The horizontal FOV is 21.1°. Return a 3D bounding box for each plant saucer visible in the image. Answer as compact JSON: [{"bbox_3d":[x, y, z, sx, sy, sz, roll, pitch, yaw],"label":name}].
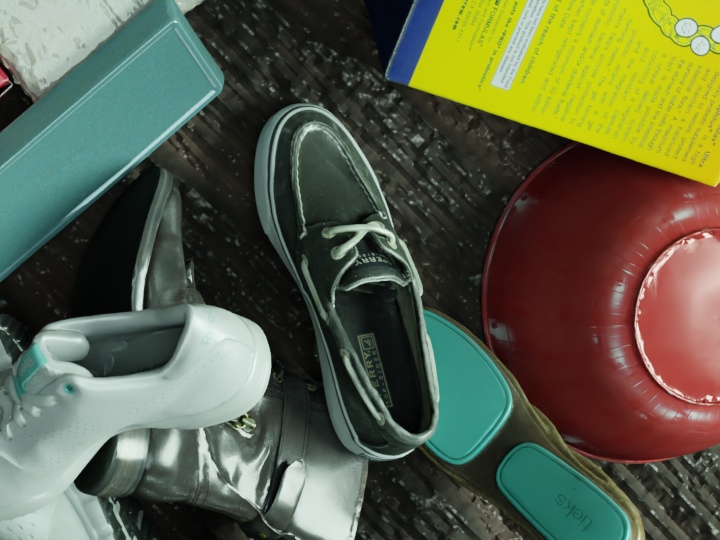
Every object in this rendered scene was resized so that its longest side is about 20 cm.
[{"bbox_3d":[-0.158,-0.057,1.018,0.200,0.019,0.070,-42,136,-7],"label":"plant saucer"}]

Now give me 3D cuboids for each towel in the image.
[{"bbox_3d":[-0.176,-0.193,1.009,0.132,0.034,0.201,-39,105,-6],"label":"towel"}]

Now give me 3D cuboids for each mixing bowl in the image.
[{"bbox_3d":[0.177,0.021,1.080,0.198,0.108,0.202,-2,97,-14],"label":"mixing bowl"}]

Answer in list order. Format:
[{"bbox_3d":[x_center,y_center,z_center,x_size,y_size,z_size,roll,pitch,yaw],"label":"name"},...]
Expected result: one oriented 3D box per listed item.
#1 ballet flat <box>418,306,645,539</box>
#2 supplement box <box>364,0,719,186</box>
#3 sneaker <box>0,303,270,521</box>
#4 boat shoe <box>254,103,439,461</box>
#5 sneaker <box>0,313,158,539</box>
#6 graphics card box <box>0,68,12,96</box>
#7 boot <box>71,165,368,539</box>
[{"bbox_3d":[0.084,0.101,1.072,0.200,0.072,0.068,41,87,25],"label":"ballet flat"},{"bbox_3d":[0.116,-0.141,1.031,0.198,0.109,0.110,16,116,-15],"label":"supplement box"},{"bbox_3d":[-0.147,0.058,0.923,0.199,0.088,0.076,-24,64,13],"label":"sneaker"},{"bbox_3d":[0.000,0.000,1.035,0.070,0.064,0.202,-15,82,-23],"label":"boat shoe"},{"bbox_3d":[-0.170,0.124,1.033,0.080,0.074,0.201,-29,98,6],"label":"sneaker"},{"bbox_3d":[-0.254,-0.156,0.945,0.051,0.125,0.201,-39,104,-7],"label":"graphics card box"},{"bbox_3d":[-0.068,0.058,1.043,0.173,0.069,0.202,18,65,-33],"label":"boot"}]
